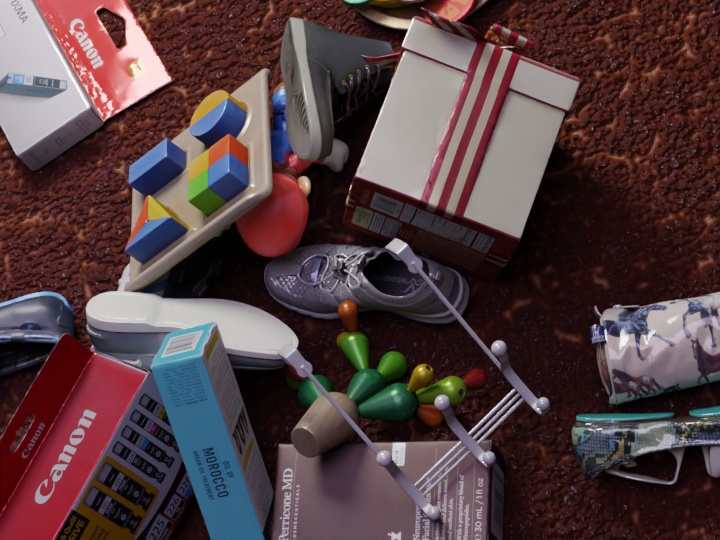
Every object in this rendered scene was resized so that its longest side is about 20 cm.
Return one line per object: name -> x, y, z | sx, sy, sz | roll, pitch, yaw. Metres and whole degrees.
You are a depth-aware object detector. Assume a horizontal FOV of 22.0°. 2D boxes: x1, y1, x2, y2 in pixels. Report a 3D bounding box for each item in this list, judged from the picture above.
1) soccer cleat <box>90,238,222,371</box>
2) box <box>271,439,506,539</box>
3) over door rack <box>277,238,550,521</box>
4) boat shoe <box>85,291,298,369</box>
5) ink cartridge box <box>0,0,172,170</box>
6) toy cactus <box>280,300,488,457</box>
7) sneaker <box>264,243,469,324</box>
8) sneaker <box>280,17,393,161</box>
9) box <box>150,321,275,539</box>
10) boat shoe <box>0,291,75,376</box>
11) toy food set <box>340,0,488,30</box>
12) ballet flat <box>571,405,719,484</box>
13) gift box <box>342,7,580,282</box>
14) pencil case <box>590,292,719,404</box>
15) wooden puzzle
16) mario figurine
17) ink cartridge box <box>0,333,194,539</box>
soccer cleat -> -0.212, 0.041, 1.793 | 0.086, 0.070, 0.200 | 27, 78, 46
box -> 0.026, 0.207, 1.645 | 0.199, 0.075, 0.101 | -4, 66, 16
over door rack -> 0.047, 0.093, 1.575 | 0.148, 0.067, 0.200 | -43, 91, -9
boat shoe -> -0.155, 0.067, 1.705 | 0.199, 0.062, 0.073 | 9, 33, 6
ink cartridge box -> -0.318, -0.231, 1.942 | 0.176, 0.045, 0.200 | -33, 63, 1
toy cactus -> -0.002, 0.108, 1.659 | 0.199, 0.103, 0.165 | 14, 32, 30
sneaker -> 0.000, 0.000, 1.733 | 0.199, 0.082, 0.075 | 2, 68, 20
sneaker -> -0.015, -0.175, 1.774 | 0.106, 0.075, 0.201 | 6, 40, -12
box -> -0.126, 0.154, 1.642 | 0.049, 0.082, 0.201 | -14, 107, 10
boat shoe -> -0.375, 0.080, 1.802 | 0.199, 0.084, 0.069 | -24, 52, 7
toy food set -> 0.067, -0.329, 1.875 | 0.199, 0.049, 0.199 | -1, 68, 15
ballet flat -> 0.285, 0.150, 1.609 | 0.199, 0.074, 0.075 | -6, 66, 15
gift box -> 0.080, -0.124, 1.684 | 0.199, 0.185, 0.188 | 23, 75, -4
pencil case -> 0.304, 0.054, 1.628 | 0.199, 0.078, 0.090 | -13, 84, 10
wooden puzzle -> -0.161, -0.091, 1.754 | 0.185, 0.046, 0.201 | -35, 34, 27
mario figurine -> -0.084, -0.083, 1.794 | 0.123, 0.106, 0.201 | -40, 34, 33
ink cartridge box -> -0.239, 0.185, 1.662 | 0.084, 0.176, 0.201 | 16, 72, 41
